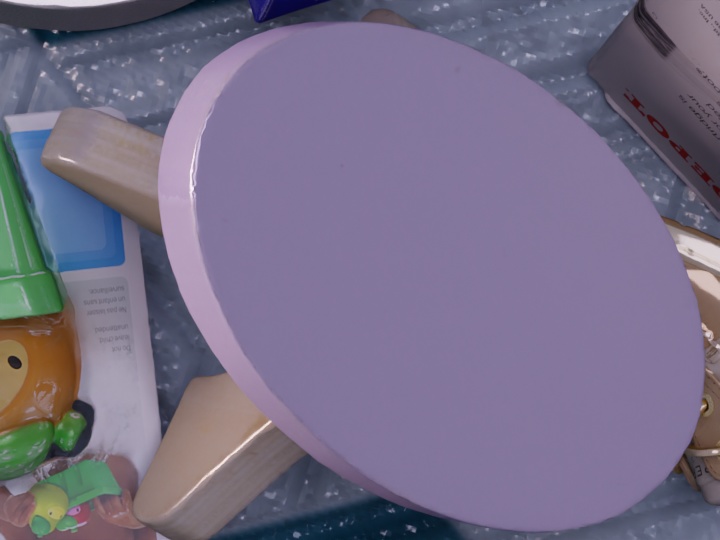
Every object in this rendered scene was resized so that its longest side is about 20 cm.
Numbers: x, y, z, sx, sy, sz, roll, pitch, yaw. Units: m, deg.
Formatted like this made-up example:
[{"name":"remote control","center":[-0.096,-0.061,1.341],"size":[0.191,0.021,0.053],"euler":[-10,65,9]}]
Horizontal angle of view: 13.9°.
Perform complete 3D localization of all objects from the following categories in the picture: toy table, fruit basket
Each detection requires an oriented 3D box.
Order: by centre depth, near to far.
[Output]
[{"name":"toy table","center":[0.000,0.000,0.901],"size":[0.200,0.117,0.184],"euler":[45,69,-27]},{"name":"fruit basket","center":[-0.154,0.056,0.930],"size":[0.184,0.094,0.201],"euler":[-6,86,-6]}]

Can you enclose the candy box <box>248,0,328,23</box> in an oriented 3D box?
[{"name":"candy box","center":[-0.022,-0.198,0.902],"size":[0.077,0.169,0.201],"euler":[-18,84,-11]}]

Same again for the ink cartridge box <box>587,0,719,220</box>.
[{"name":"ink cartridge box","center":[0.165,-0.060,0.922],"size":[0.084,0.200,0.146],"euler":[-42,88,-12]}]

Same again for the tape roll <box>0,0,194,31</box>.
[{"name":"tape roll","center":[-0.101,-0.182,0.996],"size":[0.201,0.037,0.204],"euler":[1,82,-5]}]

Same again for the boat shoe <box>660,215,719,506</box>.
[{"name":"boat shoe","center":[0.133,0.048,0.967],"size":[0.199,0.074,0.069],"euler":[31,78,1]}]
